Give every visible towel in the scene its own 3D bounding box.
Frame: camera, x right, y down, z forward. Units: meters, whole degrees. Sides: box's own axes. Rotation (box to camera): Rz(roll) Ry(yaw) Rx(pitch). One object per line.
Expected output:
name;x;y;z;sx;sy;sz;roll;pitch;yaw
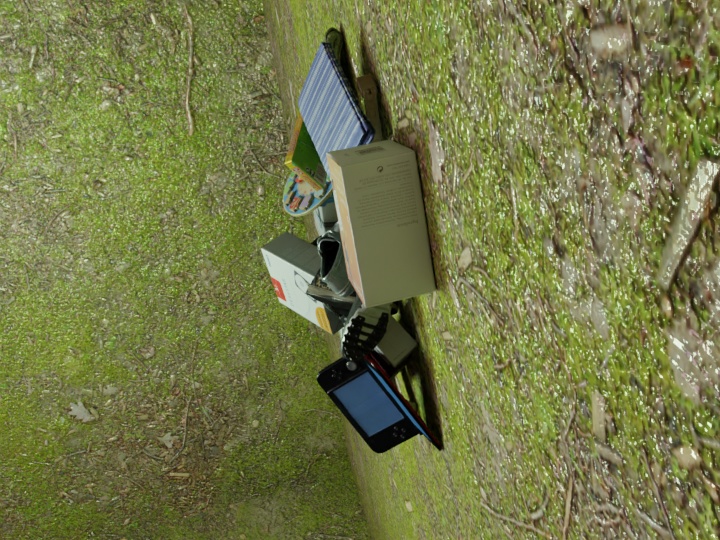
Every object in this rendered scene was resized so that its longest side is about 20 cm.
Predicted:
towel;-0.060;-0.333;1.402;0.148;0.036;0.203;128;145;-80
towel;-0.043;-0.246;1.200;0.145;0.024;0.202;-56;49;48

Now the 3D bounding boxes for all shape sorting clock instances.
shape sorting clock;-0.098;-0.205;1.596;0.039;0.200;0.201;29;-154;-35

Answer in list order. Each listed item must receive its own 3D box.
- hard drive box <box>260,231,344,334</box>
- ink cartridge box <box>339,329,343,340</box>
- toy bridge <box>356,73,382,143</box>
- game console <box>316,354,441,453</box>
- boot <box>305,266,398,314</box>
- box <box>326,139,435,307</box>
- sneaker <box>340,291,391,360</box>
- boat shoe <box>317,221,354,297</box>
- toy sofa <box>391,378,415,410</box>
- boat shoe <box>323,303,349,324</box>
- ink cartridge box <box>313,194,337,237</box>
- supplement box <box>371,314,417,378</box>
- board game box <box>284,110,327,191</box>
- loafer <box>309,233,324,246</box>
hard drive box;-0.110;0.025;1.608;0.199;0.076;0.157;26;142;45
ink cartridge box;0.009;0.188;1.739;0.200;0.083;0.147;153;104;-82
toy bridge;0.018;-0.215;1.208;0.201;0.027;0.068;86;168;-54
game console;0.028;0.246;1.310;0.201;0.171;0.119;52;-156;-11
boot;0.000;0.000;1.420;0.073;0.198;0.152;37;-112;-51
box;0.027;-0.072;1.074;0.152;0.105;0.203;-126;25;-72
sneaker;0.017;0.053;1.251;0.091;0.066;0.202;-130;61;-73
boat shoe;-0.041;-0.038;1.342;0.071;0.070;0.202;35;-151;-26
toy sofa;0.040;0.215;1.497;0.083;0.096;0.202;86;168;-55
boat shoe;-0.006;0.087;1.535;0.199;0.076;0.061;32;-161;-44
ink cartridge box;-0.063;-0.154;1.724;0.147;0.085;0.202;-114;15;-50
supplement box;0.038;0.136;1.365;0.109;0.061;0.200;48;165;11
board game box;-0.089;-0.267;1.480;0.095;0.030;0.202;38;-125;-38
loafer;-0.102;-0.032;1.698;0.063;0.072;0.199;51;152;-9
